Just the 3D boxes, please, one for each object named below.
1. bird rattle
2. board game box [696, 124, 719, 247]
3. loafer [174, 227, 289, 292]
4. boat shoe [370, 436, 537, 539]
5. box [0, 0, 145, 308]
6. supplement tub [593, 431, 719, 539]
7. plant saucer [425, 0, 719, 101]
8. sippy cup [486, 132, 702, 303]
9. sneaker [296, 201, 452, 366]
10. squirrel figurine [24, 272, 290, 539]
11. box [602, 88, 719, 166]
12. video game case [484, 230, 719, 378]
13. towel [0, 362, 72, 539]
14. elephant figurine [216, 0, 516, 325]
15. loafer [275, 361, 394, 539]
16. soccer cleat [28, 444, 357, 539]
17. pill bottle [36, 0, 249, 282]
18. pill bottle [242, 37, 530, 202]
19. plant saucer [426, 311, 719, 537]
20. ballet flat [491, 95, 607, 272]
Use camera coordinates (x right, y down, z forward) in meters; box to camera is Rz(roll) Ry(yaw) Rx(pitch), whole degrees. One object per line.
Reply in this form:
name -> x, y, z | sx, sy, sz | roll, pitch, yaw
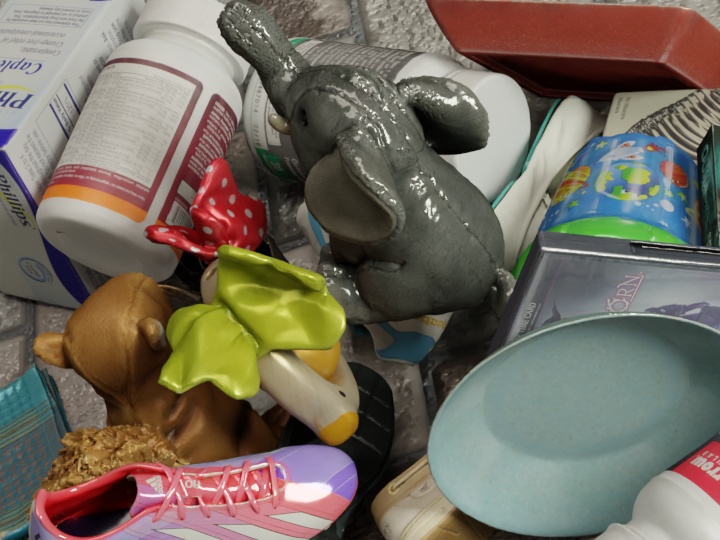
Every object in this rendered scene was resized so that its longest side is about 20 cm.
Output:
bird rattle -> -0.066, 0.034, 1.140 | 0.113, 0.163, 0.200 | -41, 22, 2
board game box -> 0.310, -0.013, 1.143 | 0.200, 0.028, 0.135 | 13, 48, -8
loafer -> -0.095, -0.015, 1.363 | 0.073, 0.071, 0.200 | -38, 45, -14
boat shoe -> 0.089, 0.108, 1.163 | 0.200, 0.074, 0.069 | -38, 51, -13
box -> -0.232, -0.105, 1.428 | 0.105, 0.184, 0.200 | 8, 52, 28
supplement tub -> 0.242, 0.146, 1.012 | 0.200, 0.140, 0.140 | -33, 44, -10
plant saucer -> 0.173, -0.154, 1.320 | 0.200, 0.200, 0.037 | 6, 86, 28
sippy cup -> 0.174, -0.017, 1.206 | 0.178, 0.140, 0.130 | 27, 46, -10
sneaker -> 0.000, 0.000, 1.301 | 0.200, 0.076, 0.081 | 40, 110, 59
squirrel figurine -> -0.135, 0.105, 1.181 | 0.141, 0.187, 0.200 | -1, 48, 22
box -> 0.271, -0.079, 1.266 | 0.200, 0.068, 0.082 | -2, 47, 23
video game case -> 0.181, 0.038, 1.078 | 0.200, 0.143, 0.019 | 4, 47, -13
towel -> -0.298, 0.161, 1.320 | 0.200, 0.022, 0.147 | -29, 43, -4
elephant figurine -> 0.009, -0.067, 1.129 | 0.155, 0.200, 0.142 | -12, 42, 7
loafer -> -0.035, 0.147, 1.182 | 0.073, 0.072, 0.200 | 30, 53, -4
soccer cleat -> -0.098, 0.139, 1.087 | 0.200, 0.077, 0.067 | -13, 52, -6
pill bottle -> -0.153, -0.100, 1.348 | 0.109, 0.110, 0.200 | 9, 66, 30
pill bottle -> 0.019, -0.111, 1.366 | 0.200, 0.113, 0.113 | 12, 54, 38
plant saucer -> 0.136, 0.082, 1.074 | 0.201, 0.201, 0.039 | -16, 45, 8
ballet flat -> 0.133, -0.046, 1.306 | 0.069, 0.069, 0.200 | 12, 53, 32
